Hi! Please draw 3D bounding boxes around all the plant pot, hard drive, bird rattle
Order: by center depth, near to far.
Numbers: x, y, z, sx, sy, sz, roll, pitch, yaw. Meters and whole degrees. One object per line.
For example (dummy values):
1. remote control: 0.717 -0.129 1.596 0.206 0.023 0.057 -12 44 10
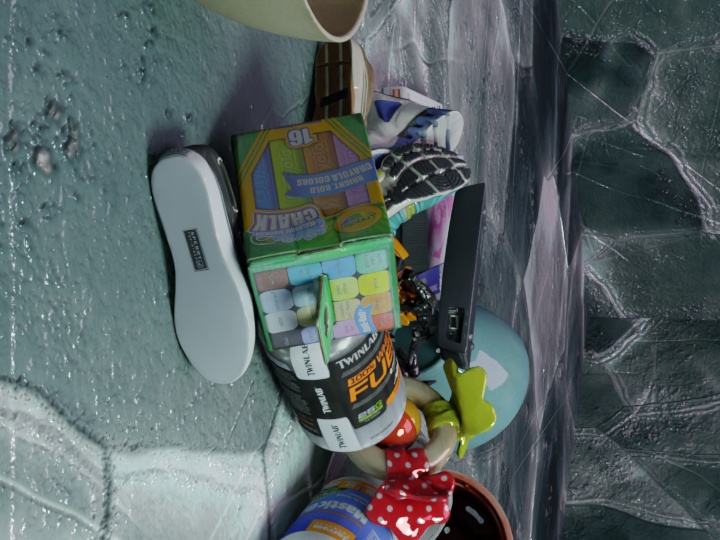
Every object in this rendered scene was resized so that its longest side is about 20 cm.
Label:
1. bird rattle: 0.051 0.186 1.083 0.200 0.162 0.113 -50 155 -29
2. hard drive: 0.121 0.009 1.184 0.135 0.042 0.201 62 34 -74
3. plant pot: 0.104 0.118 1.309 0.135 0.199 0.201 44 48 -50
4. plant pot: 0.108 0.369 1.341 0.195 0.199 0.202 51 43 -73

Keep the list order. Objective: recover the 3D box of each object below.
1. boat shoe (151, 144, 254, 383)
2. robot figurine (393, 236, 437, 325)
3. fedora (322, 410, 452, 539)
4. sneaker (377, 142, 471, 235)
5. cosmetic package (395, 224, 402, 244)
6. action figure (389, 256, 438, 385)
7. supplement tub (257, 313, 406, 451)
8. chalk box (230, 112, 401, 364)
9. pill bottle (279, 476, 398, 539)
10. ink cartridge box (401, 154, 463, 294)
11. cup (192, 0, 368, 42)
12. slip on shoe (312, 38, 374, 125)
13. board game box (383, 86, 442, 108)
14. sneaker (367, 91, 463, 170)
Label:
1. boat shoe: -0.120 -0.006 0.826 0.057 0.068 0.201 -49 134 -62
2. robot figurine: 0.000 0.000 1.067 0.200 0.144 0.059 48 47 -51
3. fedora: 0.045 0.259 1.158 0.176 0.090 0.201 -8 119 -38
4. sneaker: 0.035 -0.081 1.137 0.199 0.078 0.080 -27 155 -22
5. cosmetic package: 0.046 -0.074 1.325 0.200 0.050 0.083 10 84 -71
6. action figure: 0.037 0.079 1.216 0.102 0.118 0.201 -25 109 -64
7. supplement tub: -0.030 0.079 1.005 0.201 0.122 0.123 71 27 -44
8. chalk box: -0.034 -0.018 0.864 0.125 0.123 0.201 84 -5 -51
9. pill bottle: -0.033 0.301 1.020 0.200 0.111 0.113 -37 125 -67
10. ink cartridge box: 0.099 -0.056 1.344 0.196 0.043 0.201 -20 110 -70
11. cup: -0.087 -0.279 0.790 0.200 0.142 0.202 1 90 -72
12. slip on shoe: -0.019 -0.158 1.096 0.061 0.076 0.201 32 52 -49
13. board game box: 0.078 -0.187 1.437 0.200 0.034 0.127 -5 95 -71
14. sneaker: 0.017 -0.151 1.201 0.199 0.115 0.081 -32 137 -32
